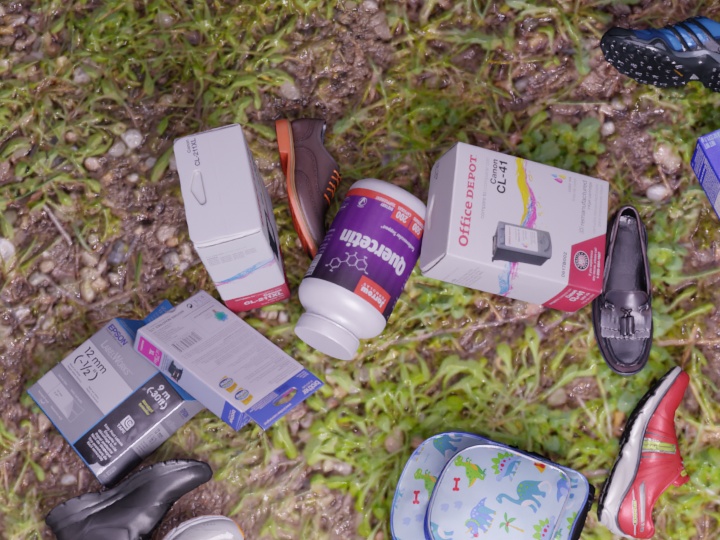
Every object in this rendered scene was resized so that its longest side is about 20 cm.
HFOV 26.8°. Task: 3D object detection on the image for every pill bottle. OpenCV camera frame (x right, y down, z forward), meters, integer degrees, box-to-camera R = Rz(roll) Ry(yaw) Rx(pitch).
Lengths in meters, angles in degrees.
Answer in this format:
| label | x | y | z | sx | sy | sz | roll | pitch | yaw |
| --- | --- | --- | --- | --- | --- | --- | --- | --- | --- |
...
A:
| label | x | y | z | sx | sy | sz | roll | pitch | yaw |
| --- | --- | --- | --- | --- | --- | --- | --- | --- | --- |
| pill bottle | 0.000 | 0.000 | 1.781 | 0.112 | 0.113 | 0.201 | 22 | 72 | 15 |

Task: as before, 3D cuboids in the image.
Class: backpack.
| label | x | y | z | sx | sy | sz | roll | pitch | yaw |
| --- | --- | --- | --- | --- | --- | --- | --- | --- | --- |
| backpack | 0.134 | 0.268 | 1.636 | 0.199 | 0.147 | 0.184 | 18 | 69 | 17 |

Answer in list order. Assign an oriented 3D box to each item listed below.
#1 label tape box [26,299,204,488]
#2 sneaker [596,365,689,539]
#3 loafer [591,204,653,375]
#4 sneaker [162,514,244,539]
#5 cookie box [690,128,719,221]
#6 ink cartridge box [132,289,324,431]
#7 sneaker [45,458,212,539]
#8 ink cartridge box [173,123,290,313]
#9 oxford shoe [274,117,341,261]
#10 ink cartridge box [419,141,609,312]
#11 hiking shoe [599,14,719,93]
| label | x | y | z | sx | sy | sz | roll | pitch | yaw |
| --- | --- | --- | --- | --- | --- | --- | --- | --- | --- |
| label tape box | -0.270 | 0.135 | 1.785 | 0.200 | 0.066 | 0.143 | -41 | 69 | -8 |
| sneaker | 0.331 | 0.206 | 1.686 | 0.084 | 0.077 | 0.201 | 24 | 79 | 4 |
| loafer | 0.306 | 0.019 | 1.762 | 0.071 | 0.063 | 0.201 | 1 | 68 | 8 |
| sneaker | -0.215 | 0.344 | 1.665 | 0.199 | 0.092 | 0.076 | -28 | 109 | -3 |
| cookie box | 0.510 | -0.090 | 1.775 | 0.170 | 0.075 | 0.201 | -22 | 67 | -3 |
| ink cartridge box | -0.154 | 0.111 | 1.764 | 0.199 | 0.042 | 0.119 | 34 | 40 | 20 |
| sneaker | -0.256 | 0.279 | 1.728 | 0.199 | 0.076 | 0.091 | -25 | 76 | 4 |
| ink cartridge box | -0.148 | -0.058 | 1.775 | 0.082 | 0.200 | 0.147 | -14 | 67 | 1 |
| oxford shoe | -0.056 | -0.104 | 1.856 | 0.072 | 0.071 | 0.201 | -11 | 66 | -3 |
| ink cartridge box | 0.181 | -0.049 | 1.756 | 0.199 | 0.086 | 0.149 | 13 | 69 | -17 |
| hiking shoe | 0.397 | -0.277 | 1.877 | 0.199 | 0.075 | 0.087 | 12 | 61 | 1 |
